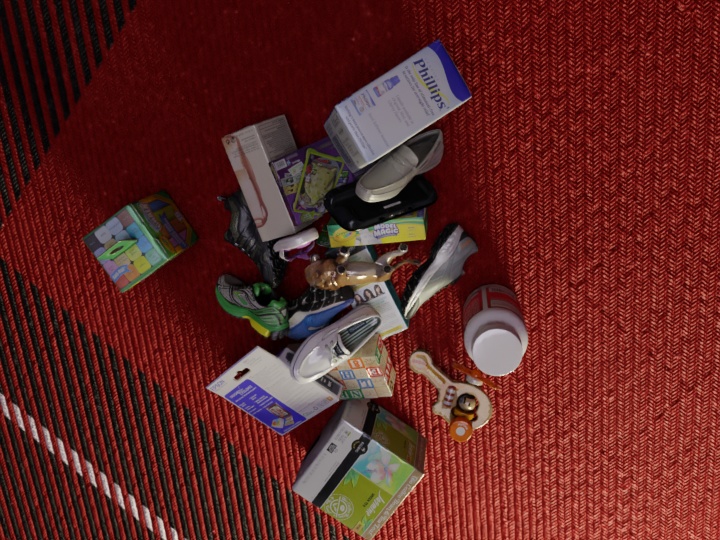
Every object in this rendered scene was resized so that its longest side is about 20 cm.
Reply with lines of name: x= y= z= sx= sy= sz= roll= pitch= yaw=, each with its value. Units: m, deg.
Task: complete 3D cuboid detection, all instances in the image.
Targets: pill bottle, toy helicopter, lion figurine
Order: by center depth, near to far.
pill bottle: x=0.240 y=0.106 z=1.208 sx=0.111 sy=0.200 sz=0.114 roll=2 pitch=108 yaw=8
lion figurine: x=0.000 y=0.000 z=1.218 sx=0.197 sy=0.123 sz=0.073 roll=5 pitch=69 yaw=-10
toy helicopter: x=0.179 y=0.224 z=1.320 sx=0.200 sy=0.079 sz=0.132 roll=43 pitch=107 yaw=-2

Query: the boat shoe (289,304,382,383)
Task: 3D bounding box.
boat shoe: x=-0.045 y=0.133 z=1.232 sx=0.200 sy=0.067 sz=0.074 roll=-43 pitch=108 yaw=-11

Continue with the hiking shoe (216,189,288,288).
hiking shoe: x=-0.208 y=-0.060 z=1.300 sx=0.100 sy=0.076 sz=0.202 roll=-12 pitch=98 yaw=24

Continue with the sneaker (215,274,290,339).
sneaker: x=-0.203 y=0.050 z=1.291 sx=0.199 sy=0.078 sz=0.086 roll=26 pitch=120 yaw=33

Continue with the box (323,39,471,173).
box: x=0.053 y=-0.261 z=1.105 sx=0.199 sy=0.184 sz=0.106 roll=-33 pitch=98 yaw=-5

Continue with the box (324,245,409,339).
box: x=0.015 y=0.033 z=1.298 sx=0.082 sy=0.049 sz=0.202 roll=-24 pitch=102 yaw=15

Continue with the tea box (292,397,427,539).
tea box: x=0.002 y=0.391 z=1.365 sx=0.196 sy=0.134 sz=0.201 roll=33 pitch=109 yaw=-3

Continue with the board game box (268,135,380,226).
board game box: x=-0.053 y=-0.174 z=1.198 sx=0.199 sy=0.032 sz=0.121 roll=-27 pitch=101 yaw=-22

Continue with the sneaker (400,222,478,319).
sneaker: x=0.144 y=0.013 z=1.254 sx=0.079 sy=0.074 sz=0.201 roll=34 pitch=100 yaw=-12

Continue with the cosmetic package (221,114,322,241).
cosmetic package: x=-0.159 y=-0.168 z=1.228 sx=0.086 sy=0.103 sz=0.202 roll=-12 pitch=104 yaw=32

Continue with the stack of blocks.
stack of blocks: x=-0.042 y=0.196 z=1.328 sx=0.198 sy=0.059 sz=0.116 roll=-8 pitch=128 yaw=19

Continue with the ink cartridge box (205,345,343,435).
ink cartridge box: x=-0.170 y=0.227 z=1.316 sx=0.199 sy=0.044 sz=0.198 roll=37 pitch=129 yaw=-21

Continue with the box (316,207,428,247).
box: x=0.021 y=-0.088 z=1.224 sx=0.197 sy=0.118 sz=0.049 roll=-7 pitch=113 yaw=10

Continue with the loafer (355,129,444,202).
loafer: x=0.069 y=-0.184 z=1.158 sx=0.070 sy=0.199 sz=0.070 roll=38 pitch=146 yaw=22

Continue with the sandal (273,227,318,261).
sandal: x=-0.113 y=-0.040 z=1.215 sx=0.082 sy=0.203 sz=0.050 roll=-21 pitch=93 yaw=-6

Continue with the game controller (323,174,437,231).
game controller: x=0.037 y=-0.127 z=1.181 sx=0.198 sy=0.105 sz=0.042 roll=-21 pitch=149 yaw=-22

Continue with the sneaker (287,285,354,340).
sneaker: x=-0.080 y=0.082 z=1.308 sx=0.199 sy=0.079 sz=0.089 roll=-27 pitch=129 yaw=37

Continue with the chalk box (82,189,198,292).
chalk box: x=-0.413 y=-0.052 z=1.256 sx=0.124 sy=0.200 sz=0.125 roll=-31 pitch=100 yaw=16
